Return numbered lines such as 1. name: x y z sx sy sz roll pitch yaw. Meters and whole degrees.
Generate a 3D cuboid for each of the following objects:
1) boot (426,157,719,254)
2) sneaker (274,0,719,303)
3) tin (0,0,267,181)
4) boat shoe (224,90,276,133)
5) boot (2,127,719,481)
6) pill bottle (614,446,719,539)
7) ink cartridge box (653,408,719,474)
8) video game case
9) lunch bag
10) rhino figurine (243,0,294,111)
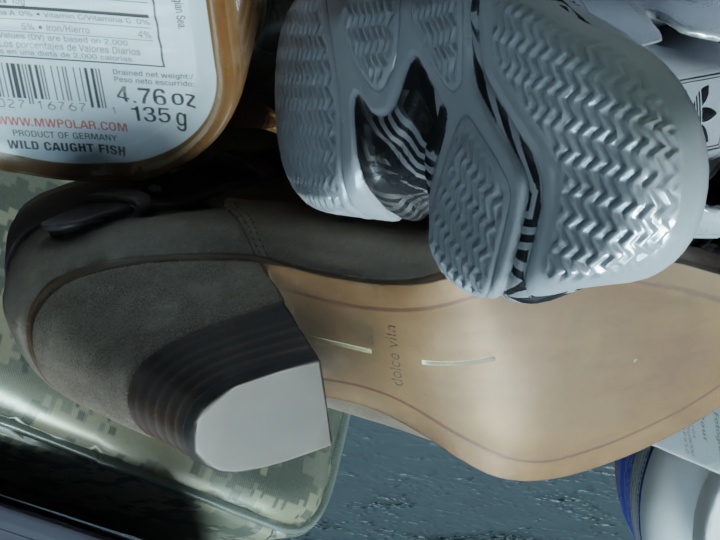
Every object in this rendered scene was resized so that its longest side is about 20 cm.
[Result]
1. boot: 0.111 -0.020 0.960 0.173 0.070 0.200 13 165 -28
2. sneaker: 0.061 -0.039 0.719 0.114 0.076 0.200 -3 -170 -22
3. tin: -0.083 -0.098 0.747 0.111 0.042 0.200 1 140 5
4. boat shoe: -0.065 -0.059 0.900 0.072 0.068 0.200 -6 157 43
5. boot: 0.000 0.000 0.823 0.199 0.071 0.146 -6 -154 -21
6. pill bottle: 0.152 0.080 1.038 0.111 0.113 0.200 9 -176 0
7. ink cartridge box: 0.189 0.024 0.843 0.162 0.057 0.200 -18 -162 -17
8. video game case: -0.116 0.091 1.012 0.142 0.019 0.200 20 175 -10
9. lunch bag: -0.121 0.017 1.036 0.199 0.140 0.167 23 156 -33
10. rhino figurine: -0.025 -0.083 0.830 0.087 0.060 0.200 -14 149 43
